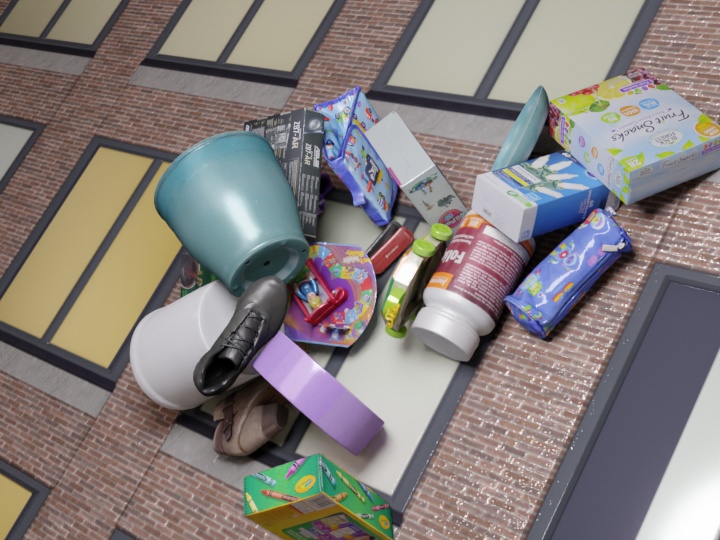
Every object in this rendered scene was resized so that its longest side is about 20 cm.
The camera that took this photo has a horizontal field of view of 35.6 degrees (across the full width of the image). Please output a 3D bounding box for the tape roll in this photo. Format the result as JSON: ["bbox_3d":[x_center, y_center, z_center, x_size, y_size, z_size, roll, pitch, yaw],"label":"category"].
[{"bbox_3d":[-0.060,0.175,1.601,0.066,0.200,0.200,-49,46,-6],"label":"tape roll"}]

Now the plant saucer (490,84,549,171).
[{"bbox_3d":[0.236,-0.183,1.691,0.027,0.200,0.201,26,71,-2],"label":"plant saucer"}]

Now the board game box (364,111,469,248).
[{"bbox_3d":[0.101,-0.127,1.701,0.064,0.200,0.148,-36,46,8],"label":"board game box"}]

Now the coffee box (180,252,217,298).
[{"bbox_3d":[-0.219,0.032,1.879,0.199,0.044,0.124,6,95,36],"label":"coffee box"}]

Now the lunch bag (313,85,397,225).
[{"bbox_3d":[-0.006,-0.172,1.816,0.094,0.151,0.200,-22,39,20],"label":"lunch bag"}]

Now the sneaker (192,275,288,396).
[{"bbox_3d":[-0.165,0.098,1.581,0.200,0.076,0.091,-58,5,1],"label":"sneaker"}]

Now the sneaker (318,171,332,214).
[{"bbox_3d":[-0.109,-0.107,1.901,0.088,0.081,0.200,8,50,26],"label":"sneaker"}]

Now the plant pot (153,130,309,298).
[{"bbox_3d":[-0.174,-0.068,1.655,0.200,0.200,0.188,-37,64,7],"label":"plant pot"}]

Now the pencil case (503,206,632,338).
[{"bbox_3d":[0.293,0.004,1.564,0.200,0.078,0.087,-45,23,1],"label":"pencil case"}]

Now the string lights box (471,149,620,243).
[{"bbox_3d":[0.268,-0.110,1.595,0.199,0.059,0.103,-18,42,-31],"label":"string lights box"}]

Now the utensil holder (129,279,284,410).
[{"bbox_3d":[-0.238,0.111,1.745,0.200,0.170,0.171,-27,44,46],"label":"utensil holder"}]

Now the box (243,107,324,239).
[{"bbox_3d":[-0.131,-0.147,1.786,0.160,0.043,0.201,-5,79,47],"label":"box"}]

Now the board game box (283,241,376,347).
[{"bbox_3d":[-0.073,0.031,1.721,0.199,0.039,0.159,5,82,26],"label":"board game box"}]

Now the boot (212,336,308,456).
[{"bbox_3d":[-0.164,0.196,1.755,0.146,0.070,0.201,-21,38,35],"label":"boot"}]

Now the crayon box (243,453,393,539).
[{"bbox_3d":[-0.053,0.320,1.496,0.118,0.200,0.058,-21,51,21],"label":"crayon box"}]

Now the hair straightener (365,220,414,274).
[{"bbox_3d":[0.000,0.000,1.804,0.200,0.041,0.077,-50,31,2],"label":"hair straightener"}]

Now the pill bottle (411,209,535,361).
[{"bbox_3d":[0.160,0.021,1.618,0.114,0.114,0.200,16,69,40],"label":"pill bottle"}]

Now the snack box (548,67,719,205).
[{"bbox_3d":[0.392,-0.196,1.602,0.168,0.068,0.200,-22,46,-16],"label":"snack box"}]

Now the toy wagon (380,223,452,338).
[{"bbox_3d":[0.072,0.022,1.620,0.039,0.156,0.200,26,30,15],"label":"toy wagon"}]

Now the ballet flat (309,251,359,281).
[{"bbox_3d":[-0.074,-0.010,1.799,0.200,0.067,0.067,19,97,57],"label":"ballet flat"}]
